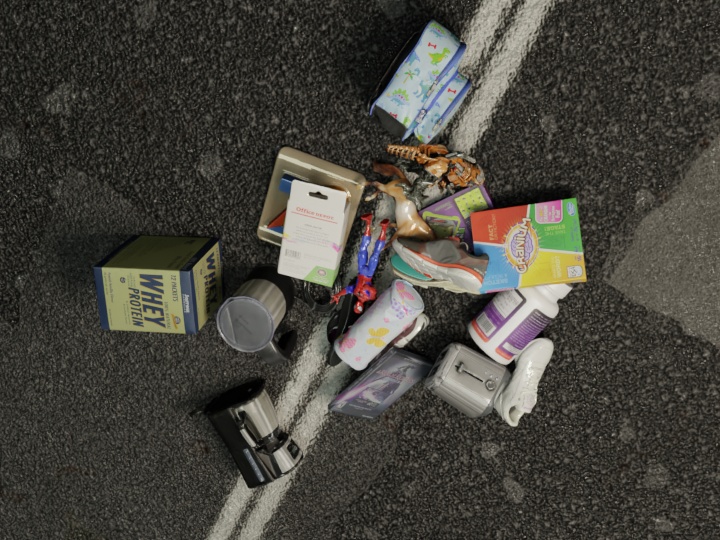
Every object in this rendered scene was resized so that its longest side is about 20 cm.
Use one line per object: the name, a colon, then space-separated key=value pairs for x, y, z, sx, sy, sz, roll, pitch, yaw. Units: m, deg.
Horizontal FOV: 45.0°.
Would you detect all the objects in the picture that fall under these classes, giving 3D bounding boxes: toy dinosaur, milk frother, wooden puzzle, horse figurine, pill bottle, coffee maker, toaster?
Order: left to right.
coffee maker: x=-0.247 y=0.363 z=1.913 sx=0.191 sy=0.135 sz=0.201 roll=-15 pitch=107 yaw=40
milk frother: x=-0.156 y=0.066 z=1.741 sx=0.180 sy=0.188 sz=0.200 roll=43 pitch=112 yaw=-7
wooden puzzle: x=-0.103 y=-0.124 z=1.738 sx=0.184 sy=0.046 sz=0.201 roll=21 pitch=112 yaw=3
horse figurine: x=0.070 y=-0.120 z=1.684 sx=0.132 sy=0.050 sz=0.202 roll=-9 pitch=99 yaw=24
toy dinosaur: x=0.134 y=-0.197 z=1.608 sx=0.200 sy=0.103 sz=0.135 roll=38 pitch=142 yaw=-19
toaster: x=0.210 y=0.220 z=1.746 sx=0.129 sy=0.200 sz=0.114 roll=31 pitch=79 yaw=3
pill bottle: x=0.313 y=0.077 z=1.693 sx=0.111 sy=0.111 sz=0.200 roll=40 pitch=107 yaw=-5

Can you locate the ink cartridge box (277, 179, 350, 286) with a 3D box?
ink cartridge box: x=-0.087 y=-0.082 z=1.693 sx=0.116 sy=0.067 sz=0.201 roll=15 pitch=116 yaw=6

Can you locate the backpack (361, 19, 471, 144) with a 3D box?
backpack: x=0.114 y=-0.332 z=1.551 sx=0.146 sy=0.183 sz=0.201 roll=32 pitch=103 yaw=-6

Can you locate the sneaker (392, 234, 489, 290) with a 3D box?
sneaker: x=0.155 y=-0.030 z=1.637 sx=0.199 sy=0.077 sz=0.082 roll=24 pitch=73 yaw=26

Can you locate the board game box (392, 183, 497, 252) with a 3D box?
board game box: x=0.176 y=-0.083 z=1.709 sx=0.199 sy=0.032 sz=0.121 roll=-25 pitch=99 yaw=19

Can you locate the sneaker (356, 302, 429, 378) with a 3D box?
sneaker: x=0.040 y=0.127 z=1.798 sx=0.200 sy=0.076 sz=0.116 roll=-44 pitch=86 yaw=17

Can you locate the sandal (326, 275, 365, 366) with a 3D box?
sandal: x=-0.033 y=0.102 z=1.803 sx=0.048 sy=0.075 sz=0.202 roll=26 pitch=107 yaw=30

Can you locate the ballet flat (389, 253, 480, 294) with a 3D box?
ballet flat: x=0.151 y=0.015 z=1.706 sx=0.198 sy=0.068 sz=0.063 roll=10 pitch=141 yaw=10

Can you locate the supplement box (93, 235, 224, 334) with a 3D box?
supplement box: x=-0.401 y=0.025 z=1.767 sx=0.198 sy=0.200 sz=0.135 roll=2 pitch=111 yaw=9

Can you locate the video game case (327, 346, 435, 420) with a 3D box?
video game case: x=0.045 y=0.239 z=1.808 sx=0.200 sy=0.019 sz=0.142 roll=-43 pitch=140 yaw=22

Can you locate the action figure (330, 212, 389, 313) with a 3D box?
action figure: x=0.000 y=0.000 z=1.678 sx=0.065 sy=0.099 sz=0.202 roll=19 pitch=116 yaw=22

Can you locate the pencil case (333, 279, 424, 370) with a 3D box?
pencil case: x=0.036 y=0.107 z=1.714 sx=0.083 sy=0.091 sz=0.200 roll=37 pitch=116 yaw=-16

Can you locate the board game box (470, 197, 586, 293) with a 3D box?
board game box: x=0.312 y=-0.044 z=1.624 sx=0.198 sy=0.040 sz=0.154 roll=-8 pitch=80 yaw=14

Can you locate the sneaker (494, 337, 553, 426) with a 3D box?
sneaker: x=0.339 y=0.226 z=1.748 sx=0.074 sy=0.100 sz=0.201 roll=11 pitch=121 yaw=-26
